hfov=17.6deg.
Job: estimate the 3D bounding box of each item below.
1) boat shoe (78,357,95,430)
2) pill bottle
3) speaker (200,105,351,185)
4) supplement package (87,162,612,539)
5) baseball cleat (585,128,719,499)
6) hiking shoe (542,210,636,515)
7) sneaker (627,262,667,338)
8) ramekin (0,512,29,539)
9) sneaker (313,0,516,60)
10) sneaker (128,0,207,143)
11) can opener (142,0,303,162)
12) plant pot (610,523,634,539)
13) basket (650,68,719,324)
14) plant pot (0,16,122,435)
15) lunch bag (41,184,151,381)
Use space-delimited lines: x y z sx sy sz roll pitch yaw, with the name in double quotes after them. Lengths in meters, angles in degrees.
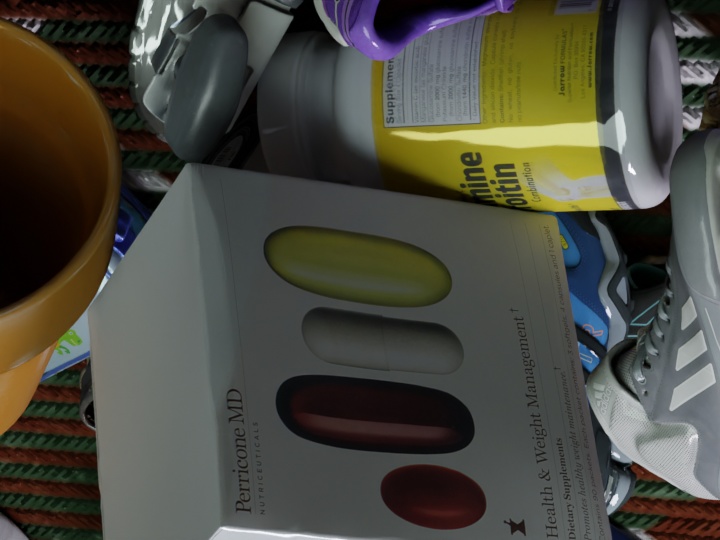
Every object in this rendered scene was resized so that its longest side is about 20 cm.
-0.078 0.063 1.368 0.199 0.073 0.075 -14 126 28 "boat shoe"
0.055 -0.084 1.166 0.199 0.112 0.112 -2 130 20 "pill bottle"
0.000 0.000 1.279 0.200 0.081 0.081 38 131 -17 "speaker"
-0.010 0.075 1.115 0.199 0.192 0.147 7 147 -25 "supplement package"
0.138 0.028 1.000 0.106 0.070 0.201 1 126 30 "baseball cleat"
0.095 0.040 1.231 0.074 0.086 0.201 -5 96 50 "hiking shoe"
0.151 0.040 1.290 0.200 0.075 0.079 -32 92 39 "sneaker"
-0.305 0.230 1.576 0.199 0.098 0.201 9 134 10 "ramekin"
0.074 -0.157 1.080 0.199 0.084 0.081 -33 129 4 "sneaker"
-0.072 -0.139 1.188 0.087 0.075 0.201 9 134 2 "sneaker"
-0.039 -0.143 1.117 0.053 0.067 0.201 19 113 -32 "can opener"
0.092 0.269 1.427 0.200 0.180 0.200 34 131 -13 "plant pot"
0.233 -0.057 1.068 0.142 0.200 0.150 17 133 12 "basket"
-0.224 -0.002 1.189 0.199 0.201 0.184 16 145 3 "plant pot"
-0.216 -0.030 1.323 0.160 0.083 0.200 -28 117 36 "lunch bag"
